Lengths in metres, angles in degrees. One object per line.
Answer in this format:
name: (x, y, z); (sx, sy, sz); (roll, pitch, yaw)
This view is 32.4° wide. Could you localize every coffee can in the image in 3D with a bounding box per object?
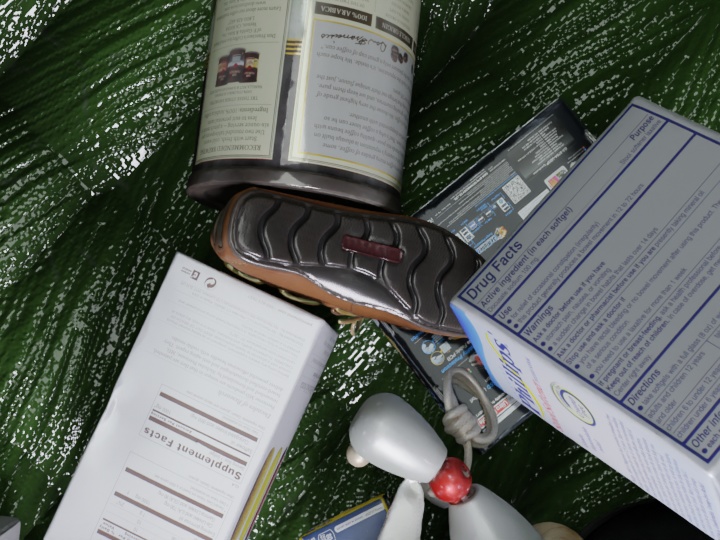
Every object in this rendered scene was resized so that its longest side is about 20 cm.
coffee can: (-0.033, -0.141, 0.840); (0.144, 0.146, 0.203); (6, 82, 4)

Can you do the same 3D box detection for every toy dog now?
toy dog: (0.059, 0.171, 0.779); (0.096, 0.131, 0.201); (-40, 77, 31)

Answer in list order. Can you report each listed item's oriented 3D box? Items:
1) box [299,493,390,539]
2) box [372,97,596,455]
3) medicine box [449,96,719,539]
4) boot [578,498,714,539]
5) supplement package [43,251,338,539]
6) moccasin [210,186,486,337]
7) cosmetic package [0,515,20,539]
box: (0.030, 0.253, 0.821); (0.064, 0.070, 0.202); (-26, 82, -1)
box: (0.111, 0.004, 0.863); (0.199, 0.046, 0.159); (-39, 83, -2)
medicine box: (0.189, 0.024, 0.730); (0.182, 0.103, 0.199); (-46, 50, -12)
boot: (0.229, 0.162, 0.775); (0.209, 0.158, 0.080); (-18, 70, -1)
supplement package: (-0.107, 0.107, 0.827); (0.109, 0.114, 0.202); (24, 85, 7)
moccasin: (0.000, 0.002, 0.805); (0.199, 0.078, 0.075); (10, 79, -16)
cosmetic package: (-0.341, 0.215, 0.833); (0.197, 0.085, 0.109); (7, 94, 5)
